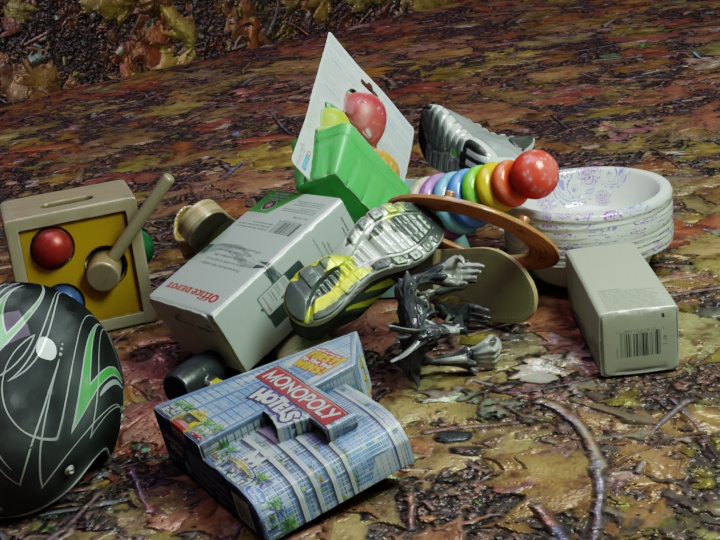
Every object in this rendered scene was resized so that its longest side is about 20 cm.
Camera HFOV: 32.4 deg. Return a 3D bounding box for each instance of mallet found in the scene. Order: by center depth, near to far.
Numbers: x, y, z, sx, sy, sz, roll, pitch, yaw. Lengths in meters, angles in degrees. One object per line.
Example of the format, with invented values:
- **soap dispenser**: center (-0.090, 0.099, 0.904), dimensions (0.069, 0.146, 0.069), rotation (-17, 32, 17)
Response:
- **mallet**: center (-0.100, 0.119, 1.229), dimensions (0.198, 0.042, 0.066), rotation (7, 27, 26)

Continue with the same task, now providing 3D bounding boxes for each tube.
- **tube**: center (-0.067, 0.074, 1.332), dimensions (0.052, 0.058, 0.200), rotation (28, 11, -22)

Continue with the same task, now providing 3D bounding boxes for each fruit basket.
- **fruit basket**: center (-0.008, -0.145, 1.441), dimensions (0.093, 0.185, 0.202), rotation (-20, 45, 31)

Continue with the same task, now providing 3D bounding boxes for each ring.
- **ring**: center (0.123, -0.046, 1.353), dimensions (0.198, 0.019, 0.201), rotation (17, -14, 4)

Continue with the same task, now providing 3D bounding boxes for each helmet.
- **helmet**: center (-0.310, 0.112, 1.112), dimensions (0.197, 0.203, 0.191), rotation (-4, 2, 8)

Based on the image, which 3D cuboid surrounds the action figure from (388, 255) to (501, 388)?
- **action figure**: center (0.088, 0.043, 1.257), dimensions (0.101, 0.120, 0.200), rotation (-8, 12, 18)

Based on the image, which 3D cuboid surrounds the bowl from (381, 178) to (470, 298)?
- **bowl**: center (0.042, -0.049, 1.550), dimensions (0.198, 0.106, 0.201), rotation (-6, 20, 2)

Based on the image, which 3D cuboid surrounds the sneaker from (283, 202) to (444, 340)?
- **sneaker**: center (0.000, 0.000, 1.285), dimensions (0.199, 0.085, 0.075), rotation (-31, 71, -20)

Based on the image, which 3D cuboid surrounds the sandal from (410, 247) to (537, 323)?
- **sandal**: center (0.141, 0.008, 1.401), dimensions (0.069, 0.079, 0.211), rotation (-3, 11, -40)

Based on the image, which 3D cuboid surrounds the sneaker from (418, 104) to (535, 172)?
- **sneaker**: center (0.156, -0.153, 1.556), dimensions (0.114, 0.076, 0.200), rotation (-3, 28, -23)

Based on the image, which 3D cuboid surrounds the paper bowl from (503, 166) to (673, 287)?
- **paper bowl**: center (0.269, -0.047, 1.462), dimensions (0.198, 0.106, 0.201), rotation (-6, 19, 2)

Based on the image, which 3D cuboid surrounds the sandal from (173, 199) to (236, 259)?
- **sandal**: center (-0.188, -0.053, 1.453), dimensions (0.078, 0.070, 0.212), rotation (-42, -13, -8)

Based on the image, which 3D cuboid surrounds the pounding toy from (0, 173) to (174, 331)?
- **pounding toy**: center (-0.317, -0.023, 1.479), dimensions (0.198, 0.186, 0.142), rotation (-12, 20, -15)

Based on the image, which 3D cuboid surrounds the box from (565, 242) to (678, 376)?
- **box**: center (0.266, 0.036, 1.278), dimensions (0.081, 0.069, 0.200), rotation (-6, 19, 3)

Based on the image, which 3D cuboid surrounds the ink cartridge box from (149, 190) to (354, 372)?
- **ink cartridge box**: center (-0.110, 0.007, 1.343), dimensions (0.200, 0.084, 0.146), rotation (-42, 29, -23)

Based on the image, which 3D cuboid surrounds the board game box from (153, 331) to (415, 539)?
- **board game box**: center (-0.051, 0.132, 1.091), dimensions (0.199, 0.062, 0.199), rotation (-26, 26, -25)

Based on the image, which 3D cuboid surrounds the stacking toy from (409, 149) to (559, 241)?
- **stacking toy**: center (0.143, -0.088, 1.406), dimensions (0.085, 0.086, 0.199), rotation (-24, 4, -40)
